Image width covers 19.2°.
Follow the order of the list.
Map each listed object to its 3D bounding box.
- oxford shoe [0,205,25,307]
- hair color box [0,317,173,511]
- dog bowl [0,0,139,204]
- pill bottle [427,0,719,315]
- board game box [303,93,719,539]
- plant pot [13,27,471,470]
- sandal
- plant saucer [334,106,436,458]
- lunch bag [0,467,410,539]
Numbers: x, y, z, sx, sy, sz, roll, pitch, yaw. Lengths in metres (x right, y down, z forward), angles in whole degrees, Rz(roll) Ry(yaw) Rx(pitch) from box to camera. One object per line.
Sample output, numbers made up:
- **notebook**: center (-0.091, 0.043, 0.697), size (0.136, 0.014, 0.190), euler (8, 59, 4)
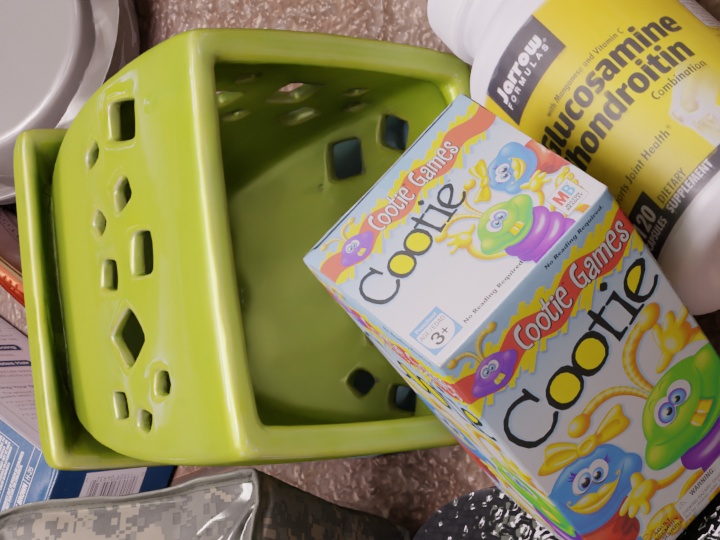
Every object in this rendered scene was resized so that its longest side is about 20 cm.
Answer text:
- **oxford shoe**: center (-0.171, -0.001, 1.268), size (0.073, 0.071, 0.200), euler (-48, 54, -6)
- **hair color box**: center (-0.213, 0.087, 1.264), size (0.200, 0.100, 0.061), euler (33, 109, 34)
- **dog bowl**: center (-0.221, -0.130, 1.269), size (0.199, 0.059, 0.201), euler (-6, 74, 20)
- **pill bottle**: center (0.122, -0.081, 1.001), size (0.200, 0.112, 0.112), euler (47, 115, 29)
- **board game box**: center (0.083, 0.036, 0.947), size (0.105, 0.200, 0.103), euler (-46, 44, -6)
- **plant pot**: center (-0.058, 0.002, 1.059), size (0.181, 0.199, 0.200), euler (-15, 79, 44)
- **sandal**: center (0.119, 0.132, 1.044), size (0.200, 0.048, 0.076), euler (-17, 77, 23)
- **plant saucer**: center (0.000, 0.000, 1.147), size (0.199, 0.027, 0.201), euler (-2, 87, 39)
- **lunch bag**: center (-0.097, 0.174, 1.067), size (0.199, 0.164, 0.118), euler (-10, 69, 26)
